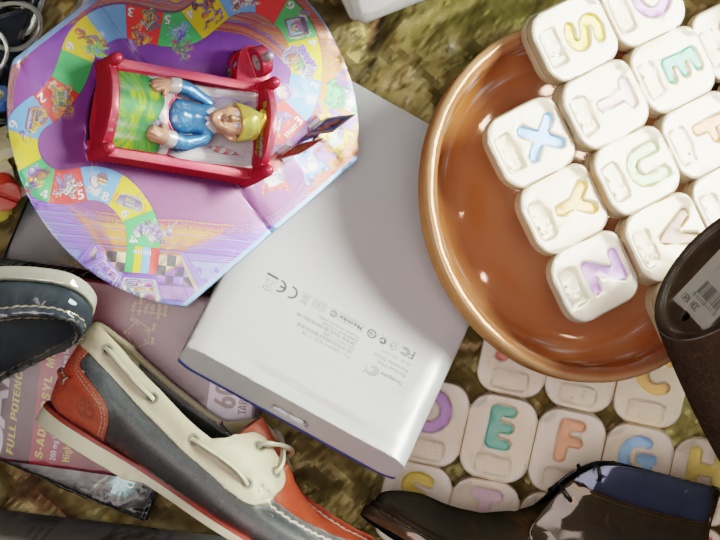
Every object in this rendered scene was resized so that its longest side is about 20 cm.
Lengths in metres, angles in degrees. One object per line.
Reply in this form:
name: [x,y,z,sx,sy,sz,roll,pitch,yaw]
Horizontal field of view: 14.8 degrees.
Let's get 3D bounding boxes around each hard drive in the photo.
hard drive: [0.000,0.000,1.505,0.132,0.025,0.200,29,57,-4]

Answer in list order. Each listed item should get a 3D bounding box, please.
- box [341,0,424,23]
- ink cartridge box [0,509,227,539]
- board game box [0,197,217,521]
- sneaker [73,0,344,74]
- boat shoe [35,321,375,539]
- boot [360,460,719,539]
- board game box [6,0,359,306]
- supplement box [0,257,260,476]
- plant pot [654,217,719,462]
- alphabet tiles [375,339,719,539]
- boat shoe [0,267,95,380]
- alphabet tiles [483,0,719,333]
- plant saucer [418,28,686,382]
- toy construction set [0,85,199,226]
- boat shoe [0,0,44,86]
box: [0.038,-0.249,1.462,0.171,0.199,0.200,-22,95,2]
ink cartridge box: [-0.146,0.187,1.519,0.200,0.145,0.083,7,93,1]
board game box: [-0.143,0.025,1.567,0.135,0.028,0.200,24,93,-1]
sneaker: [-0.065,-0.170,1.535,0.146,0.081,0.200,26,90,-10]
boat shoe: [-0.074,0.101,1.464,0.200,0.071,0.063,30,92,3]
boot: [0.104,0.136,1.542,0.200,0.075,0.097,21,86,-10]
board game box: [-0.086,-0.085,1.449,0.200,0.039,0.158,-41,100,-25]
supplement box: [-0.153,0.054,1.525,0.200,0.061,0.109,7,94,2]
plant pot: [0.252,0.061,1.452,0.187,0.187,0.200,-46,115,3]
alphabet tiles: [0.113,0.127,1.577,0.200,0.015,0.196,13,94,1]
boat shoe: [-0.232,0.050,1.442,0.200,0.075,0.062,-12,49,10]
alphabet tiles: [0.167,-0.063,1.512,0.196,0.015,0.200,-27,93,-27]
plant saucer: [0.118,-0.036,1.521,0.200,0.037,0.200,5,79,-25]
toy construction set: [-0.196,-0.044,1.478,0.200,0.131,0.092,-10,128,-26]
boat shoe: [-0.206,-0.154,1.540,0.075,0.062,0.200,31,94,-1]
